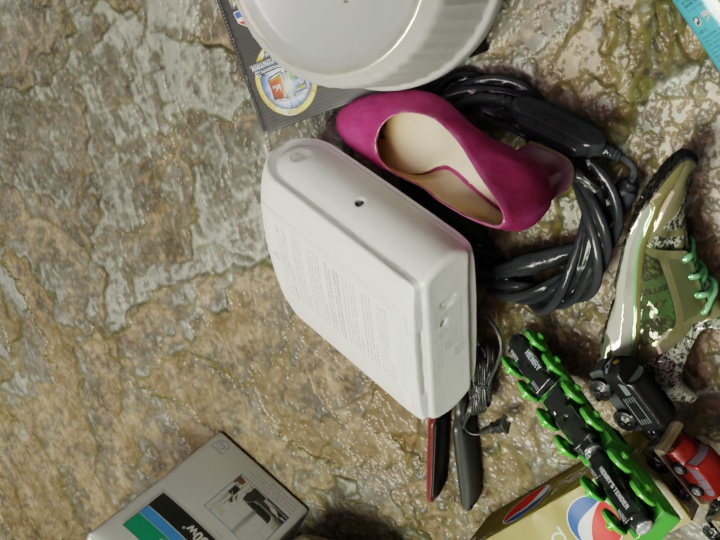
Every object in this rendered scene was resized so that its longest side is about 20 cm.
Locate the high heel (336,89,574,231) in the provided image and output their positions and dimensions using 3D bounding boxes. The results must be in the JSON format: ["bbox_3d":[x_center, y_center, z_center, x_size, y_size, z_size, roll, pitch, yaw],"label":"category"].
[{"bbox_3d":[0.046,-0.076,0.750,0.198,0.096,0.068,26,124,27],"label":"high heel"}]

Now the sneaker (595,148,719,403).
[{"bbox_3d":[0.225,0.011,0.754,0.087,0.077,0.203,13,121,15],"label":"sneaker"}]

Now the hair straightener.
[{"bbox_3d":[0.095,0.108,0.884,0.076,0.041,0.204,10,108,27],"label":"hair straightener"}]

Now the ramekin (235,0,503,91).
[{"bbox_3d":[-0.004,-0.219,0.731,0.199,0.094,0.206,11,113,27],"label":"ramekin"}]

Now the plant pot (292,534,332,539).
[{"bbox_3d":[-0.029,0.317,0.958,0.197,0.200,0.137,10,79,27],"label":"plant pot"}]

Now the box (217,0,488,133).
[{"bbox_3d":[-0.017,-0.213,0.823,0.197,0.044,0.163,-13,100,33],"label":"box"}]

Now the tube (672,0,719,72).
[{"bbox_3d":[0.265,-0.134,0.686,0.077,0.050,0.201,-35,93,39],"label":"tube"}]

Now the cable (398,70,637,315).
[{"bbox_3d":[0.108,-0.060,0.809,0.198,0.051,0.165,28,127,23],"label":"cable"}]

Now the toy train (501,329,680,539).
[{"bbox_3d":[0.164,0.117,0.774,0.042,0.056,0.201,-49,38,17],"label":"toy train"}]

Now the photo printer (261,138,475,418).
[{"bbox_3d":[0.000,0.000,0.821,0.199,0.069,0.168,37,150,35],"label":"photo printer"}]

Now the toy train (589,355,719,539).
[{"bbox_3d":[0.234,0.139,0.744,0.201,0.034,0.046,51,147,-7],"label":"toy train"}]

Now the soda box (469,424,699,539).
[{"bbox_3d":[0.175,0.197,0.845,0.199,0.068,0.064,-40,86,35],"label":"soda box"}]

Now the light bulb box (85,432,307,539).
[{"bbox_3d":[-0.179,0.300,1.014,0.124,0.199,0.200,37,122,13],"label":"light bulb box"}]
